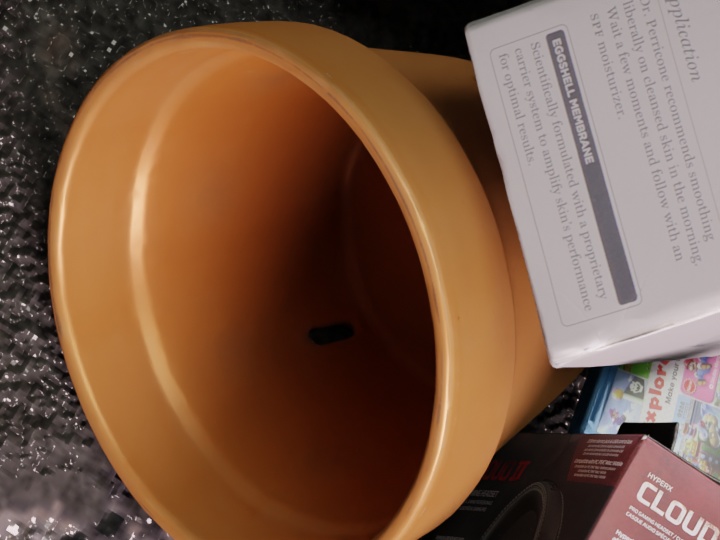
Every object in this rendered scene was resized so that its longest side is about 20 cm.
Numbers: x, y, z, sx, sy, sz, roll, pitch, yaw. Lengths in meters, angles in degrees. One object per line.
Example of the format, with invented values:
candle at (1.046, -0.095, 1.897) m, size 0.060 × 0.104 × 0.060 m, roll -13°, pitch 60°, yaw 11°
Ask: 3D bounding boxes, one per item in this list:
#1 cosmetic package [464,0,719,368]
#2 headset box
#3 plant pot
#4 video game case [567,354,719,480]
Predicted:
cosmetic package at (0.171, -0.053, 0.841) m, size 0.199 × 0.199 × 0.124 m, roll 2°, pitch 73°, yaw -67°
headset box at (0.063, 0.144, 0.876) m, size 0.077 × 0.149 × 0.201 m, roll 32°, pitch 78°, yaw -14°
plant pot at (0.000, 0.000, 0.900) m, size 0.140 × 0.200 × 0.201 m, roll -18°, pitch 83°, yaw -46°
video game case at (0.193, 0.044, 0.988) m, size 0.199 × 0.018 × 0.144 m, roll 26°, pitch 72°, yaw -13°
